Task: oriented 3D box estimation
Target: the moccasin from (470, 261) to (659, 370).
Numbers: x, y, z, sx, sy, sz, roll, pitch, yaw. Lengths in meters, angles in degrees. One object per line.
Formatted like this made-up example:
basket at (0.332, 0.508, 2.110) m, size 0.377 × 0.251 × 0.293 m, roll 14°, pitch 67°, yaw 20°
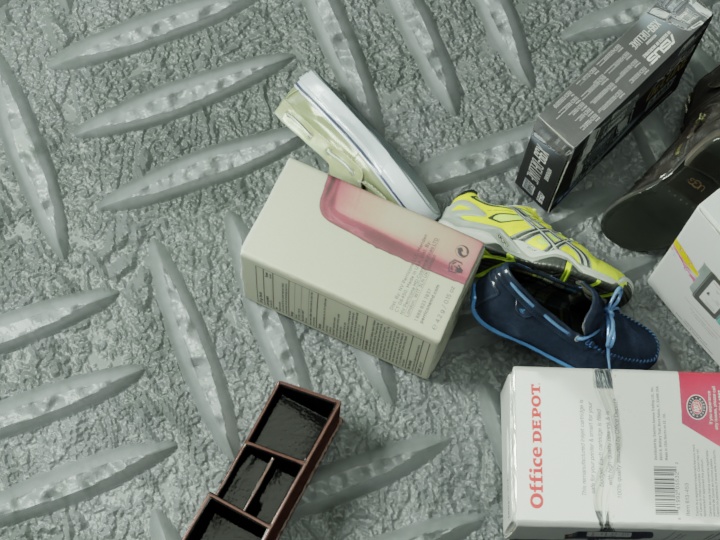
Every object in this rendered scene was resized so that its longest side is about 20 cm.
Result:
moccasin at (0.198, 0.048, 1.376) m, size 0.199 × 0.068 × 0.081 m, roll 16°, pitch 46°, yaw -24°

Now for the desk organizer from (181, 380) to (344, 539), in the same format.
desk organizer at (-0.091, 0.195, 1.342) m, size 0.072 × 0.077 × 0.200 m, roll 27°, pitch 72°, yaw 7°

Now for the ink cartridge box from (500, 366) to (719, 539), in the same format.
ink cartridge box at (0.229, 0.169, 1.361) m, size 0.199 × 0.084 × 0.145 m, roll 2°, pitch 71°, yaw -3°

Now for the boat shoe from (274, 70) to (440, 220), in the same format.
boat shoe at (-0.003, -0.109, 1.466) m, size 0.062 × 0.072 × 0.200 m, roll -45°, pitch 73°, yaw 10°

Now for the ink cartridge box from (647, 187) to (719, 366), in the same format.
ink cartridge box at (0.382, -0.010, 1.368) m, size 0.147 × 0.200 × 0.146 m, roll -36°, pitch 76°, yaw -14°

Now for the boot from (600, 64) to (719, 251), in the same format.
boot at (0.325, -0.121, 1.459) m, size 0.069 × 0.200 × 0.174 m, roll 39°, pitch 40°, yaw -14°

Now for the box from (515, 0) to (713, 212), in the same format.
box at (0.241, -0.164, 1.439) m, size 0.050 × 0.158 × 0.200 m, roll 43°, pitch 74°, yaw 12°

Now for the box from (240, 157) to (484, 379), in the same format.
box at (0.000, 0.000, 1.387) m, size 0.199 × 0.128 × 0.109 m, roll 24°, pitch 71°, yaw 6°

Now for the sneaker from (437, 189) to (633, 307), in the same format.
sneaker at (0.171, -0.022, 1.433) m, size 0.199 × 0.075 × 0.077 m, roll 22°, pitch 59°, yaw -2°
